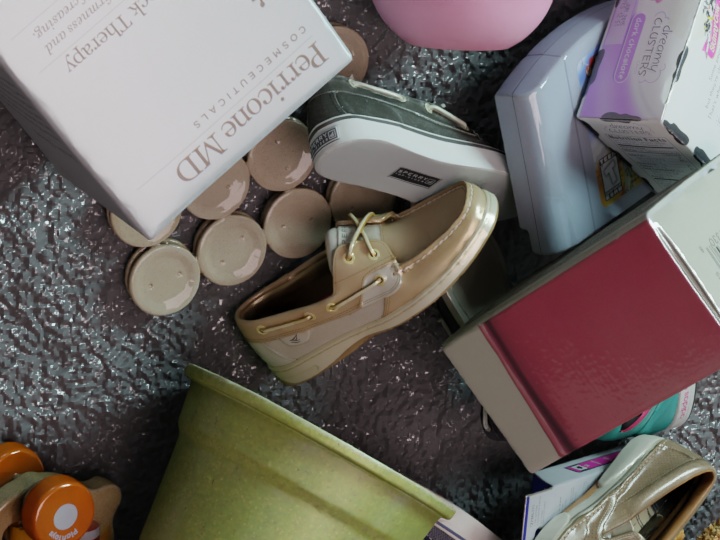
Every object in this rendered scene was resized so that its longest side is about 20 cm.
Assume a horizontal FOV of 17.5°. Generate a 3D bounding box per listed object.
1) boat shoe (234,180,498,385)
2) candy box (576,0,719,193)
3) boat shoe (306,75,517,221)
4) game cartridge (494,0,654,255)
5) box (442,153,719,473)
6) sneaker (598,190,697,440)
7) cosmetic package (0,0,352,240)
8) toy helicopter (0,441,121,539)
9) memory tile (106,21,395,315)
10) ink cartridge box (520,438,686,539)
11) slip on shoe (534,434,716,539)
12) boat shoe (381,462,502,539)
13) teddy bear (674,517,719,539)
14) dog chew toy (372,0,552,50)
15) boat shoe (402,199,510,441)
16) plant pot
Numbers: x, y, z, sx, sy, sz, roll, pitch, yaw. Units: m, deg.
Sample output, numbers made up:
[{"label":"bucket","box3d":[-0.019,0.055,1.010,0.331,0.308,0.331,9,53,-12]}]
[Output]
[{"label":"boat shoe","box3d":[0.000,0.000,1.540,0.200,0.074,0.069,-37,117,21]},{"label":"candy box","box3d":[0.247,-0.131,1.593,0.200,0.072,0.168,37,67,-45]},{"label":"boat shoe","box3d":[0.045,-0.083,1.545,0.071,0.064,0.200,-30,148,34]},{"label":"game cartridge","box3d":[0.167,-0.109,1.585,0.200,0.042,0.133,-34,123,-43]},{"label":"box","box3d":[0.175,0.028,1.523,0.109,0.200,0.128,55,42,0]},{"label":"sneaker","box3d":[0.176,0.039,1.674,0.121,0.084,0.200,-19,118,-31]},{"label":"cosmetic package","box3d":[-0.147,-0.160,1.371,0.167,0.166,0.200,-42,118,-8]},{"label":"toy helicopter","box3d":[-0.184,0.202,1.556,0.200,0.079,0.132,23,91,-44]},{"label":"memory tile","box3d":[-0.076,-0.068,1.539,0.200,0.017,0.153,-22,117,-17]},{"label":"ink cartridge box","box3d":[0.166,0.185,1.704,0.200,0.037,0.095,-11,111,-49]},{"label":"slip on shoe","box3d":[0.177,0.196,1.648,0.200,0.061,0.076,-43,132,-32]},{"label":"boat shoe","box3d":[0.049,0.213,1.675,0.200,0.075,0.093,38,82,-33]},{"label":"teddy bear","box3d":[0.268,0.258,1.784,0.145,0.067,0.200,-46,145,-16]},{"label":"dog chew toy","box3d":[0.067,-0.242,1.490,0.124,0.125,0.200,-4,102,-26]},{"label":"boat shoe","box3d":[0.072,0.034,1.621,0.073,0.063,0.200,-41,106,-46]},{"label":"plant pot","box3d":[-0.069,0.188,1.516,0.200,0.200,0.184,33,83,-33]}]
